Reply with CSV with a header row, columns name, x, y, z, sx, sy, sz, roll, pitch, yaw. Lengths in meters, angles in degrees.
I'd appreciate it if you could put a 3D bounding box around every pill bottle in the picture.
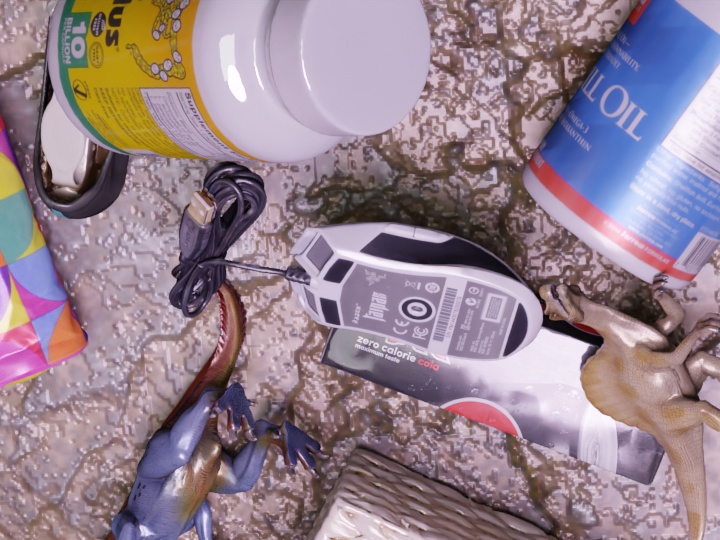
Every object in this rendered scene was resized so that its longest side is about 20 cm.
name,x,y,z,sx,sy,sz,roll,pitch,yaw
pill bottle,0.184,-0.099,1.085,0.112,0.112,0.200,34,103,-2
pill bottle,-0.062,-0.111,1.033,0.200,0.113,0.113,7,108,49

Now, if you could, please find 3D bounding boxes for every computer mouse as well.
name,x,y,z,sx,sy,sz,roll,pitch,yaw
computer mouse,0.000,0.000,1.092,0.200,0.044,0.110,13,136,-1

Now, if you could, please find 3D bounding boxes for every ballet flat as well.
name,x,y,z,sx,sy,sz,roll,pitch,yaw
ballet flat,-0.146,-0.123,1.139,0.068,0.068,0.200,10,103,9

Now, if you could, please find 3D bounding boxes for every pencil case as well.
name,x,y,z,sx,sy,sz,roll,pitch,yaw
pencil case,-0.224,-0.032,1.164,0.088,0.088,0.200,-17,100,10

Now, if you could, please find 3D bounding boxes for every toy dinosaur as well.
name,x,y,z,sx,sy,sz,roll,pitch,yaw
toy dinosaur,0.170,0.067,1.095,0.101,0.058,0.200,-18,116,31
toy dinosaur,-0.105,0.137,1.209,0.105,0.200,0.181,25,134,-36

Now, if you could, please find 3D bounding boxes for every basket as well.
name,x,y,z,sx,sy,sz,roll,pitch,yaw
basket,0.050,0.201,1.160,0.200,0.136,0.124,25,100,1

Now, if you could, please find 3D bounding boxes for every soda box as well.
name,x,y,z,sx,sy,sz,roll,pitch,yaw
soda box,0.083,0.050,1.155,0.200,0.063,0.071,20,104,2
